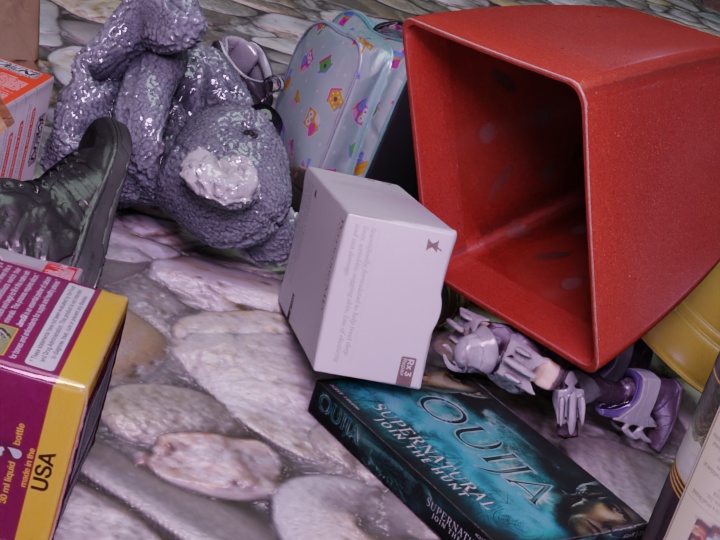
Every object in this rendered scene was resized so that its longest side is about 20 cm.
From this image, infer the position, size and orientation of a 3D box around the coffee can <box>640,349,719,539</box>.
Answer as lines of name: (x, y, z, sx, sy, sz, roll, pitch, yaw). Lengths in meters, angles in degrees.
coffee can: (0.254, 0.129, 0.883, 0.145, 0.202, 0.147, 16, 21, -6)

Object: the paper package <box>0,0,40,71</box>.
paper package: (-0.393, -0.201, 1.221, 0.198, 0.105, 0.190, 3, 9, 35)

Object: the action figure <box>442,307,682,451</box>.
action figure: (0.139, 0.075, 1.083, 0.198, 0.070, 0.130, 11, 23, -32)

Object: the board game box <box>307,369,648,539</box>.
board game box: (0.074, 0.127, 0.986, 0.134, 0.028, 0.200, -1, 28, -39)

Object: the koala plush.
koala plush: (-0.129, -0.087, 1.186, 0.200, 0.184, 0.178, 40, -8, 22)

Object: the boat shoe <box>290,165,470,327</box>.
boat shoe: (0.009, -0.015, 1.240, 0.200, 0.076, 0.074, 41, 24, 30)

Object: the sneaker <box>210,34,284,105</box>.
sneaker: (-0.150, -0.176, 1.438, 0.199, 0.115, 0.075, 29, 23, 28)

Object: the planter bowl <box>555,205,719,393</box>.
planter bowl: (0.247, -0.002, 1.176, 0.200, 0.083, 0.201, 42, 19, -18)

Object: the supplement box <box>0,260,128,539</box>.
supplement box: (-0.237, 0.053, 0.807, 0.198, 0.104, 0.131, 17, 20, -4)

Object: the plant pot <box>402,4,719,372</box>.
plant pot: (0.162, -0.081, 1.046, 0.175, 0.202, 0.199, -21, 30, -25)

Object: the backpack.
backpack: (0.004, -0.151, 1.422, 0.152, 0.177, 0.200, 14, 16, -20)

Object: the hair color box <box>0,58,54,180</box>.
hair color box: (-0.293, -0.085, 1.113, 0.061, 0.102, 0.200, 18, 20, 3)

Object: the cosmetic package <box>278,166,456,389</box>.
cosmetic package: (0.000, 0.000, 1.077, 0.080, 0.114, 0.200, 11, 9, -11)

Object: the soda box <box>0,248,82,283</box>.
soda box: (-0.275, 0.015, 0.919, 0.198, 0.071, 0.064, 15, 20, -4)

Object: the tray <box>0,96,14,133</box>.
tray: (-0.301, -0.087, 0.926, 0.099, 0.037, 0.199, -42, 33, -25)

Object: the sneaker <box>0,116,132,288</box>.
sneaker: (-0.223, -0.042, 1.040, 0.103, 0.060, 0.202, 24, 51, -25)
